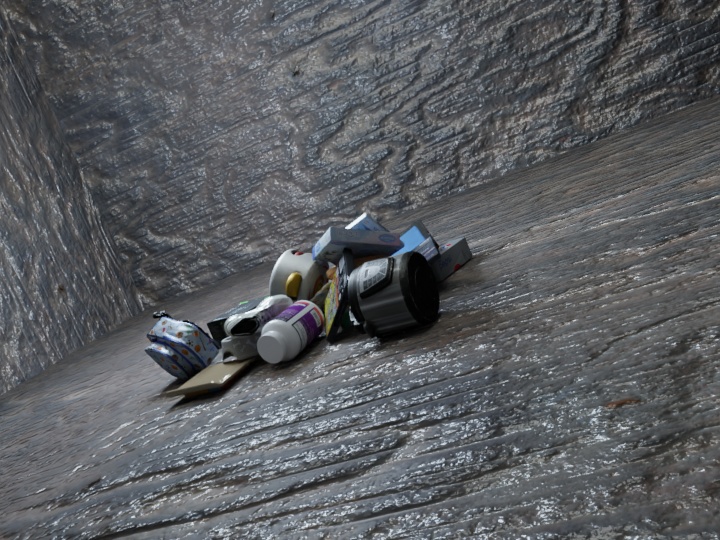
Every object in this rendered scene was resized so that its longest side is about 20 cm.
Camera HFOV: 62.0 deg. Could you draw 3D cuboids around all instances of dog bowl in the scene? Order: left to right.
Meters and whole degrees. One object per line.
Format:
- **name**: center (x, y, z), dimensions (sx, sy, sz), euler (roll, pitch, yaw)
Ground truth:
- **dog bowl**: center (-0.297, 0.198, 1.678), dimensions (0.199, 0.059, 0.200), euler (-17, 2, 1)

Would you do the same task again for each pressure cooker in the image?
- **pressure cooker**: center (0.063, 0.060, 1.393), dimensions (0.199, 0.180, 0.176), euler (-16, -2, 30)

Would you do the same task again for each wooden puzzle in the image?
- **wooden puzzle**: center (-0.384, 0.284, 1.583), dimensions (0.184, 0.037, 0.200), euler (-16, 6, 28)

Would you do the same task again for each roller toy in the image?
- **roller toy**: center (-0.177, 0.034, 1.810), dimensions (0.139, 0.200, 0.183), euler (17, 56, 17)

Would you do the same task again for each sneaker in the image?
- **sneaker**: center (-0.259, 0.131, 1.595), dimensions (0.200, 0.076, 0.115), euler (-25, 13, -17)

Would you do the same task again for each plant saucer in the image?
- **plant saucer**: center (0.000, 0.000, 1.747), dimensions (0.199, 0.033, 0.200), euler (-13, -10, -2)

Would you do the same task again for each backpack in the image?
- **backpack**: center (-0.519, 0.226, 1.757), dimensions (0.190, 0.200, 0.155), euler (-5, 49, 36)

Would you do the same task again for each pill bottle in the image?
- **pill bottle**: center (-0.181, 0.161, 1.552), dimensions (0.112, 0.113, 0.200), euler (-16, 11, 30)

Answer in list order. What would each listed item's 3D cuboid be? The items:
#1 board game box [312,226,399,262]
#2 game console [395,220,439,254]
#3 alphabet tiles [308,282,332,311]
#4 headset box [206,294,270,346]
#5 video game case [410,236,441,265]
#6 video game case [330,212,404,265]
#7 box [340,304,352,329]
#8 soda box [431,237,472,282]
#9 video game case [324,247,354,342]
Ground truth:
- **board game box**: center (-0.017, -0.066, 1.693), dimensions (0.199, 0.044, 0.199), euler (4, -15, -18)
- **game console**: center (0.128, -0.054, 1.831), dimensions (0.200, 0.119, 0.172), euler (-40, -6, 11)
- **alphabet tiles**: center (-0.052, 0.067, 1.766), dimensions (0.195, 0.015, 0.200), euler (-2, -31, -43)
- **headset box**: center (-0.381, 0.165, 2.023), dimensions (0.173, 0.093, 0.200), euler (-14, 12, 36)
- **video game case**: center (0.151, -0.025, 1.654), dimensions (0.143, 0.019, 0.200), euler (-38, 13, 10)
- **video game case**: center (0.003, -0.068, 1.808), dimensions (0.200, 0.182, 0.023), euler (-35, 41, 25)
- **box**: center (-0.023, 0.106, 1.694), dimensions (0.117, 0.049, 0.200), euler (-25, 12, -9)
- **soda box**: center (0.249, -0.030, 1.754), dimensions (0.063, 0.069, 0.200), euler (-16, 11, 42)
- **video game case**: center (-0.055, 0.060, 1.571), dimensions (0.025, 0.182, 0.200), euler (16, 23, -12)
